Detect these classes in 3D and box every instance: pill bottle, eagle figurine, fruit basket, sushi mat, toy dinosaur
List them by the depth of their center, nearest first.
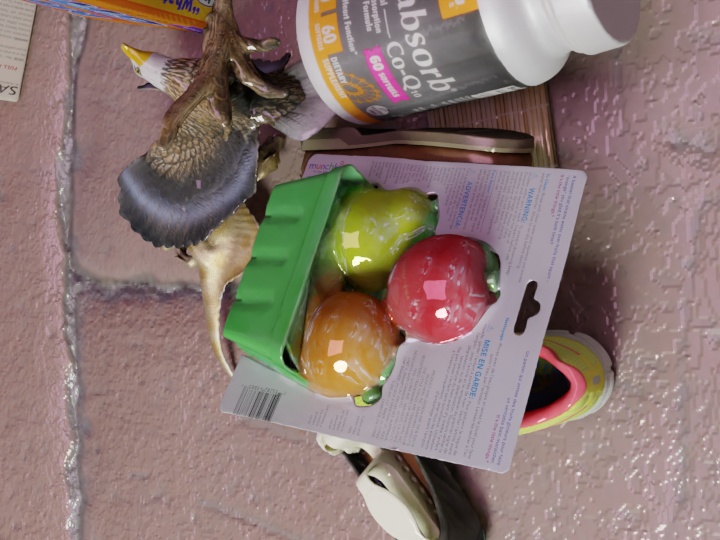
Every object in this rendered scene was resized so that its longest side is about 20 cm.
[{"bbox_3d":[0.025,0.018,0.723,0.199,0.094,0.187,8,70,26],"label":"fruit basket"},{"bbox_3d":[0.067,-0.167,0.757,0.199,0.116,0.117,-9,83,35],"label":"pill bottle"},{"bbox_3d":[0.082,-0.146,0.824,0.095,0.012,0.202,-12,82,37],"label":"sushi mat"},{"bbox_3d":[-0.112,-0.118,0.872,0.152,0.151,0.200,58,160,10],"label":"eagle figurine"},{"bbox_3d":[-0.119,-0.017,0.943,0.101,0.058,0.202,21,101,34],"label":"toy dinosaur"}]

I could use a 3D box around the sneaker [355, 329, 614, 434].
[{"bbox_3d":[0.057,0.071,0.752,0.198,0.090,0.079,-10,89,13],"label":"sneaker"}]

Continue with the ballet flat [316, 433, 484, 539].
[{"bbox_3d":[0.015,0.125,0.832,0.068,0.068,0.200,-51,61,26],"label":"ballet flat"}]

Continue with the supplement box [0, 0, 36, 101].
[{"bbox_3d":[-0.368,-0.273,1.123,0.125,0.073,0.202,20,101,36],"label":"supplement box"}]

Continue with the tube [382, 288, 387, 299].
[{"bbox_3d":[0.000,0.000,0.862,0.199,0.052,0.058,12,51,41],"label":"tube"}]

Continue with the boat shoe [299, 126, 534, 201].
[{"bbox_3d":[0.038,-0.063,0.812,0.199,0.072,0.069,7,98,49],"label":"boat shoe"}]

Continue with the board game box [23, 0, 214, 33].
[{"bbox_3d":[-0.228,-0.312,0.941,0.199,0.199,0.202,15,98,35],"label":"board game box"}]
